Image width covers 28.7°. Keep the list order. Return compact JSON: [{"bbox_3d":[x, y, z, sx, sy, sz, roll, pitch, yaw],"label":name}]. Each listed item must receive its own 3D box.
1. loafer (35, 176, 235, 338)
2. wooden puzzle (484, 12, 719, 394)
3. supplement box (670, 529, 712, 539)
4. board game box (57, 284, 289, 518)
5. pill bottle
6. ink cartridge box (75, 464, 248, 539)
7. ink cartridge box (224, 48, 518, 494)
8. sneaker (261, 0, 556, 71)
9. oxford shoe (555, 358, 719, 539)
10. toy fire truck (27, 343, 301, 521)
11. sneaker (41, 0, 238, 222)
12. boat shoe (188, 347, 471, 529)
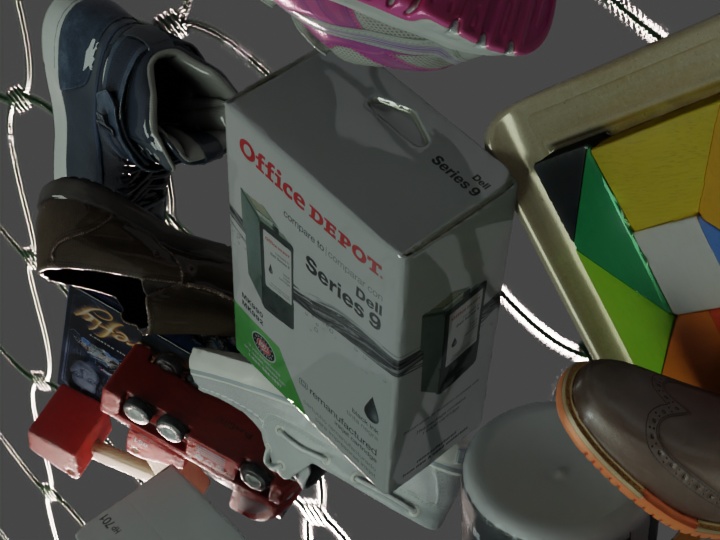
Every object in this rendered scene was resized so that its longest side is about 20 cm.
[{"bbox_3d":[-0.124,0.015,0.903,0.198,0.072,0.073,25,153,-17],"label":"loafer"},{"bbox_3d":[0.153,-0.010,0.629,0.199,0.037,0.187,-19,102,55],"label":"wooden puzzle"},{"bbox_3d":[0.231,0.224,0.691,0.199,0.073,0.127,25,136,38],"label":"supplement box"},{"bbox_3d":[-0.119,0.085,0.998,0.198,0.035,0.136,29,142,6],"label":"board game box"},{"bbox_3d":[0.109,0.180,0.781,0.106,0.106,0.202,28,137,35],"label":"pill bottle"},{"bbox_3d":[-0.090,0.250,0.925,0.146,0.085,0.202,31,148,52],"label":"ink cartridge box"},{"bbox_3d":[0.000,0.000,0.770,0.146,0.084,0.202,41,148,30],"label":"ink cartridge box"},{"bbox_3d":[-0.015,-0.139,0.637,0.198,0.082,0.088,24,160,-16],"label":"sneaker"},{"bbox_3d":[0.181,0.079,0.605,0.198,0.072,0.073,24,136,-4],"label":"oxford shoe"},{"bbox_3d":[-0.134,0.123,0.980,0.198,0.049,0.142,28,142,6],"label":"toy fire truck"},{"bbox_3d":[-0.134,-0.067,0.909,0.145,0.077,0.205,27,137,38],"label":"sneaker"},{"bbox_3d":[-0.027,0.104,0.882,0.198,0.072,0.069,19,91,16],"label":"boat shoe"}]
